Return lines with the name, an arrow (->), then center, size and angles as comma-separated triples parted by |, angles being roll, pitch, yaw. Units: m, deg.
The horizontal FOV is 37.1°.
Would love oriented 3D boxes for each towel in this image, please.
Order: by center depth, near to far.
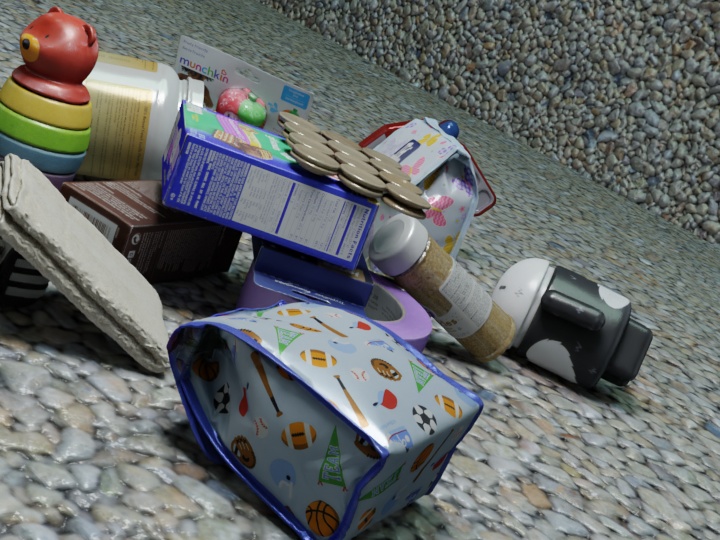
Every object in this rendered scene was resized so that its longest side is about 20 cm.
towel -> -0.235, -0.005, 0.906 | 0.200, 0.034, 0.133 | 50, 5, -29

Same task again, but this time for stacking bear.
stacking bear -> -0.331, -0.169, 1.115 | 0.121, 0.203, 0.113 | 34, 20, 34

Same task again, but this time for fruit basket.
fruit basket -> -0.168, -0.175, 1.365 | 0.183, 0.201, 0.094 | 25, 44, 2

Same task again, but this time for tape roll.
tape roll -> -0.027, 0.047, 1.107 | 0.197, 0.066, 0.200 | 22, 17, -7

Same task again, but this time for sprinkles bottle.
sprinkles bottle -> 0.095, 0.022, 1.213 | 0.200, 0.068, 0.068 | 43, 6, -29

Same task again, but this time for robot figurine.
robot figurine -> 0.254, 0.069, 1.323 | 0.198, 0.152, 0.125 | 26, 38, 8

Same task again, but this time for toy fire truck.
toy fire truck -> 0.091, -0.137, 1.586 | 0.201, 0.167, 0.112 | 55, 2, -25

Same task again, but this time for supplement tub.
supplement tub -> -0.290, -0.180, 1.259 | 0.197, 0.147, 0.145 | 9, 20, -14

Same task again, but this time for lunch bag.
lunch bag -> -0.035, 0.101, 0.833 | 0.199, 0.125, 0.169 | 39, 22, 21
lunch bag -> 0.068, -0.093, 1.424 | 0.125, 0.202, 0.170 | 16, 19, -24

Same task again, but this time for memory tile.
memory tile -> -0.010, -0.109, 1.093 | 0.151, 0.017, 0.200 | 22, 15, -16

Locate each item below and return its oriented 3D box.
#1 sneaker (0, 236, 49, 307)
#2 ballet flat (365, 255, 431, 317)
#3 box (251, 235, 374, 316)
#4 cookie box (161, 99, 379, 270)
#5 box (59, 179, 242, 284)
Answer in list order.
sneaker -> -0.361, -0.023, 0.880 | 0.115, 0.077, 0.199 | 30, 7, 39
ballet flat -> 0.000, 0.000, 1.273 | 0.198, 0.072, 0.069 | 25, 15, 5
box -> -0.052, -0.016, 1.097 | 0.119, 0.033, 0.200 | 19, 18, -14
cookie box -> -0.094, -0.089, 1.076 | 0.197, 0.076, 0.171 | 19, 15, -17
box -> -0.217, -0.042, 1.111 | 0.099, 0.076, 0.199 | 30, 19, 23
